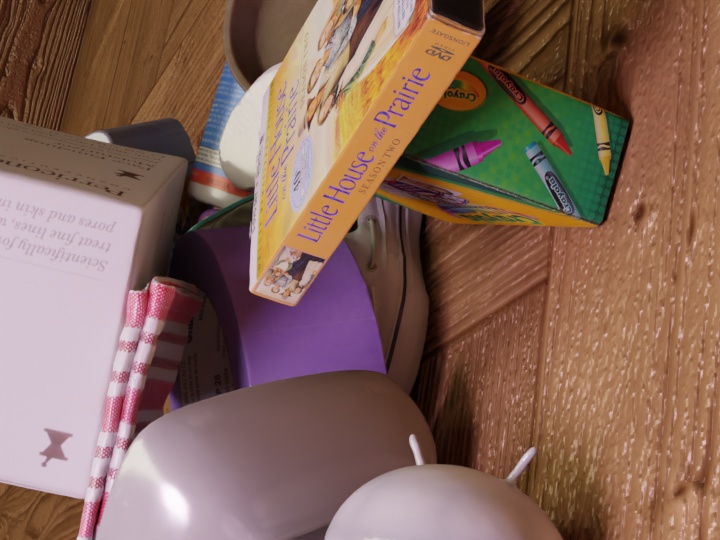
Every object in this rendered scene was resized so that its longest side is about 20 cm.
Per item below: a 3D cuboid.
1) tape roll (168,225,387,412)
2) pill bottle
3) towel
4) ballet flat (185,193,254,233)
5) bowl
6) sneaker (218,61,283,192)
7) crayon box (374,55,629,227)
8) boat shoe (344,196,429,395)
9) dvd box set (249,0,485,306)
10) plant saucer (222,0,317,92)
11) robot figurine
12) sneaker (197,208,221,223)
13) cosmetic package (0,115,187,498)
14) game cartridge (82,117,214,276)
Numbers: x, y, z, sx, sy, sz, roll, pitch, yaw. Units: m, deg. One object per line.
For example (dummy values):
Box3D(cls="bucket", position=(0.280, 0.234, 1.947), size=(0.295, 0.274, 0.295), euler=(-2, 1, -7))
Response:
Box3D(cls="tape roll", position=(-0.056, 0.072, 0.907), size=(0.200, 0.084, 0.203), euler=(175, 90, -70))
Box3D(cls="pill bottle", position=(-0.056, -0.137, 1.156), size=(0.112, 0.111, 0.203), euler=(-161, 88, -71))
Box3D(cls="towel", position=(-0.124, 0.104, 0.802), size=(0.146, 0.029, 0.203), euler=(168, 114, -88))
Box3D(cls="ballet flat", position=(-0.031, -0.047, 1.022), size=(0.199, 0.064, 0.067), euler=(-36, -11, -13))
Box3D(cls="bowl", position=(-0.041, 0.158, 0.755), size=(0.074, 0.198, 0.202), euler=(30, 116, 37))
Box3D(cls="sneaker", position=(0.002, -0.112, 0.941), size=(0.199, 0.088, 0.076), euler=(-39, 65, 6))
Box3D(cls="crayon box", position=(0.043, -0.069, 0.800), size=(0.200, 0.117, 0.059), euler=(-173, 101, -72))
Box3D(cls="boat shoe", position=(0.000, 0.000, 0.943), size=(0.074, 0.066, 0.202), euler=(128, 153, -46))
Box3D(cls="dvd box set", position=(-0.002, -0.098, 0.720), size=(0.200, 0.029, 0.148), euler=(127, 153, -44))
Box3D(cls="plant saucer", position=(-0.010, -0.197, 1.059), size=(0.198, 0.029, 0.203), euler=(-14, 60, 25))
Box3D(cls="robot figurine", position=(0.029, 0.172, 0.636), size=(0.168, 0.113, 0.203), euler=(4, 74, 29))
Box3D(cls="sneaker", position=(-0.119, 0.008, 1.081), size=(0.200, 0.072, 0.116), euler=(27, -131, -72))
Box3D(cls="cosmetic package", position=(-0.203, 0.008, 0.861), size=(0.200, 0.163, 0.167), euler=(-93, 16, -78))
Box3D(cls="game cartridge", position=(-0.150, -0.017, 1.151), size=(0.202, 0.041, 0.133), euler=(71, -160, -3))
